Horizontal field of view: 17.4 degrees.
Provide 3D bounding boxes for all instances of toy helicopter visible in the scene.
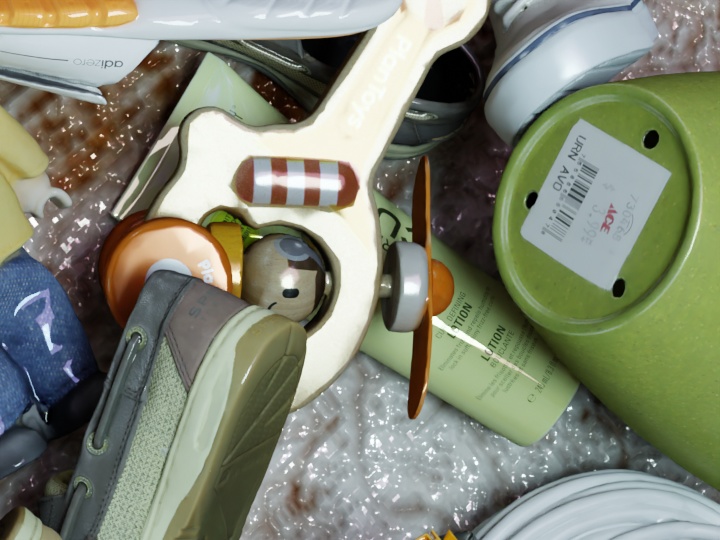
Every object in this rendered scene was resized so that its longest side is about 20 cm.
[{"bbox_3d":[-0.004,-0.034,0.888,0.132,0.079,0.201,31,89,-9],"label":"toy helicopter"}]

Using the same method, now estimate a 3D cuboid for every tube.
[{"bbox_3d":[0.000,0.000,0.950,0.199,0.052,0.058,34,37,-13],"label":"tube"}]

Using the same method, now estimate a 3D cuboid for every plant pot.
[{"bbox_3d":[0.145,-0.001,0.913,0.199,0.186,0.189,17,73,-47],"label":"plant pot"}]

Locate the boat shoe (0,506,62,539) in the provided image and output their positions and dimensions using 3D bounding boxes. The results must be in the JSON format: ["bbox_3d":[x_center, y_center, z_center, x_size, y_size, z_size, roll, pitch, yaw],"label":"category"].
[{"bbox_3d":[-0.136,0.181,0.807,0.066,0.074,0.201,23,95,-9],"label":"boat shoe"}]

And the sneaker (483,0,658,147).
[{"bbox_3d":[0.073,-0.100,0.948,0.073,0.200,0.071,-36,92,13],"label":"sneaker"}]

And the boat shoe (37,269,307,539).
[{"bbox_3d":[-0.083,0.091,0.845,0.066,0.202,0.072,33,23,20],"label":"boat shoe"}]

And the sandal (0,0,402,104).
[{"bbox_3d":[-0.088,-0.092,0.856,0.205,0.060,0.080,4,43,-4],"label":"sandal"}]

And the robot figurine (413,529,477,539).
[{"bbox_3d":[-0.009,0.174,0.842,0.199,0.145,0.058,-38,133,-4],"label":"robot figurine"}]

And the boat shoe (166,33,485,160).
[{"bbox_3d":[-0.030,-0.117,0.937,0.199,0.073,0.075,28,69,-22],"label":"boat shoe"}]

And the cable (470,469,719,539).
[{"bbox_3d":[0.102,0.182,0.961,0.199,0.069,0.201,27,71,-21],"label":"cable"}]

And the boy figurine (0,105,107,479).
[{"bbox_3d":[-0.169,-0.018,0.851,0.124,0.064,0.201,-36,98,-28],"label":"boy figurine"}]
